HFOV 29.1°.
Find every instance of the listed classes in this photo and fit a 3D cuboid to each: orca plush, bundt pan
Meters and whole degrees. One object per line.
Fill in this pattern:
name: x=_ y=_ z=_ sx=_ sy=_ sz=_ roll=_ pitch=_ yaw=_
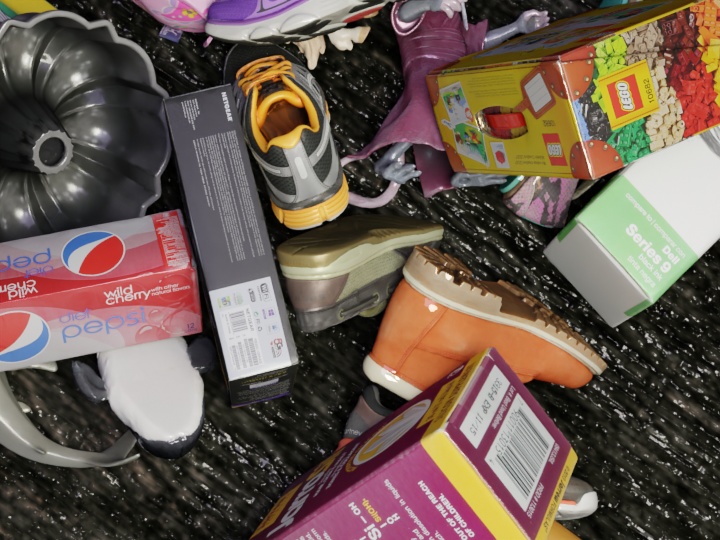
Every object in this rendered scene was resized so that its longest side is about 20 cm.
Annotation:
orca plush: x=-0.175 y=0.074 z=1.036 sx=0.105 sy=0.072 sz=0.200 roll=-28 pitch=55 yaw=-34
bundt pan: x=-0.241 y=-0.097 z=1.023 sx=0.075 sy=0.202 sz=0.203 roll=28 pitch=77 yaw=47

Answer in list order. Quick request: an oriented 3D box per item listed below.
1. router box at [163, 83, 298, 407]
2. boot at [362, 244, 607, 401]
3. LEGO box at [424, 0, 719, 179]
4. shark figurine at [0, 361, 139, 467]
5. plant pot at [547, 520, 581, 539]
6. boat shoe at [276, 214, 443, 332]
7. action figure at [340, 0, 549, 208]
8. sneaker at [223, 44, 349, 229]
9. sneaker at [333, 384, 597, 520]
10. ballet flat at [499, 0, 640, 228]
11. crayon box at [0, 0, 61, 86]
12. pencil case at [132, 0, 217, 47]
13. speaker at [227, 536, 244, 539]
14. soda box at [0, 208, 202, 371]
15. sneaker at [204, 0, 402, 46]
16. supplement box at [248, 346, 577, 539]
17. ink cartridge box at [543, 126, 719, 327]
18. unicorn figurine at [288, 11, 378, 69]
router box: x=-0.093 y=-0.011 z=1.005 sx=0.051 sy=0.157 sz=0.203 roll=-13 pitch=80 yaw=-7
boot: x=0.090 y=0.062 z=1.013 sx=0.198 sy=0.075 sz=0.108 roll=22 pitch=103 yaw=-33
LEGO box: x=0.154 y=-0.124 z=0.928 sx=0.147 sy=0.200 sz=0.078 roll=-23 pitch=103 yaw=-17
shark figurine: x=-0.264 y=0.091 z=1.025 sx=0.128 sy=0.090 sz=0.215 roll=-41 pitch=80 yaw=-5
plant pot: x=0.142 y=0.275 z=0.945 sx=0.199 sy=0.201 sz=0.184 roll=-39 pitch=66 yaw=-7
boat shoe: x=0.001 y=0.000 z=1.002 sx=0.071 sy=0.200 sz=0.067 roll=8 pitch=102 yaw=25
action figure: x=0.060 y=-0.155 z=1.081 sx=0.148 sy=0.133 sz=0.203 roll=-24 pitch=60 yaw=38
sneaker: x=-0.060 y=-0.121 z=1.037 sx=0.077 sy=0.078 sz=0.201 roll=-25 pitch=46 yaw=-4
sneaker: x=0.082 y=0.130 z=1.023 sx=0.197 sy=0.077 sz=0.083 roll=14 pitch=73 yaw=2
ballet flat: x=0.181 y=-0.123 z=1.078 sx=0.071 sy=0.069 sz=0.202 roll=30 pitch=85 yaw=-12
crayon box: x=-0.337 y=-0.152 z=1.084 sx=0.172 sy=0.058 sz=0.201 roll=36 pitch=82 yaw=8
pencil case: x=-0.111 y=-0.282 z=1.095 sx=0.086 sy=0.087 sz=0.202 roll=23 pitch=80 yaw=5
speaker: x=-0.081 y=0.293 z=0.988 sx=0.080 sy=0.081 sz=0.203 roll=2 pitch=79 yaw=1
soda box: x=-0.215 y=0.019 z=0.984 sx=0.197 sy=0.071 sz=0.064 roll=-11 pitch=44 yaw=-11
sneaker: x=-0.030 y=-0.221 z=1.023 sx=0.198 sy=0.080 sz=0.085 roll=-18 pitch=89 yaw=25
supplement box: x=0.030 y=0.161 z=0.923 sx=0.199 sy=0.131 sz=0.104 roll=-37 pitch=95 yaw=27
ink cartridge box: x=0.240 y=-0.063 z=1.019 sx=0.200 sy=0.146 sz=0.084 roll=-43 pitch=84 yaw=-7
unicorn figurine: x=-0.020 y=-0.268 z=1.070 sx=0.136 sy=0.074 sz=0.201 roll=34 pitch=92 yaw=-9
